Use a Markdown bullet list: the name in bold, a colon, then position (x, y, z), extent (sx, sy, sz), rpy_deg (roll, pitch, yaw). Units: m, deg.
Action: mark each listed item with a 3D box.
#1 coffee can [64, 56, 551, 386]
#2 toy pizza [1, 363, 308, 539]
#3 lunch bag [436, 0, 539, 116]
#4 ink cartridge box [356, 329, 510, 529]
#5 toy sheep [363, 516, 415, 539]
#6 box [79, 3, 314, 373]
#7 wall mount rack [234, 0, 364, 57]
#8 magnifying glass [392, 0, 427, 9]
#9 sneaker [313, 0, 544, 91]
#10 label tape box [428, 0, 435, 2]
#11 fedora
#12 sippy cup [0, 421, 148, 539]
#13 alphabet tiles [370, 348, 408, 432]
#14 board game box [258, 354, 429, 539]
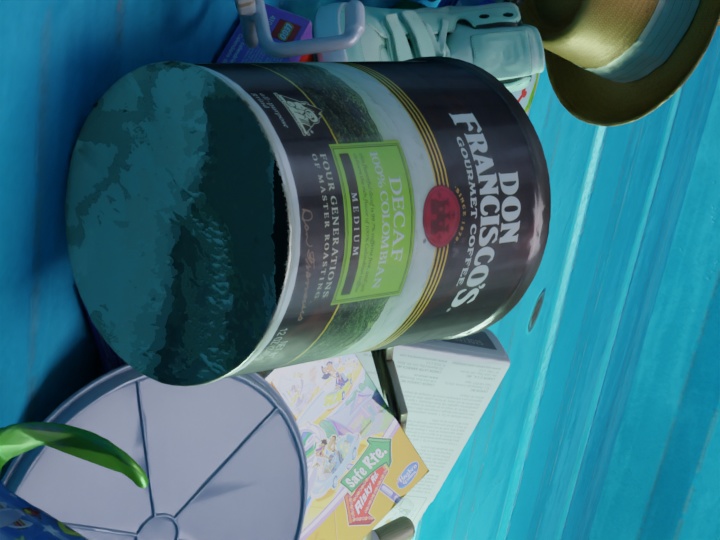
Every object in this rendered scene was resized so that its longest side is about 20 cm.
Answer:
- **coffee can**: position (-0.022, -0.029, 0.952), extent (0.199, 0.146, 0.148), rpy_deg (-8, 120, -49)
- **toy pizza**: position (-0.115, 0.135, 1.036), extent (0.199, 0.032, 0.202), rpy_deg (-16, 117, -33)
- **lunch bag**: position (0.058, -0.093, 1.333), extent (0.161, 0.082, 0.201), rpy_deg (95, 21, -53)
- **ink cartridge box**: position (-0.005, 0.119, 1.385), extent (0.161, 0.050, 0.201), rpy_deg (10, 123, -34)
- **toy sheep**: position (-0.047, 0.208, 1.313), extent (0.198, 0.138, 0.139), rpy_deg (-17, 140, -21)
- **box**: position (-0.081, -0.028, 1.071), extent (0.137, 0.039, 0.201), rpy_deg (86, 28, -59)
- **wall mount rack**: position (-0.038, -0.207, 0.935), extent (0.201, 0.074, 0.175), rpy_deg (87, -7, -60)
- **magnifying glass**: position (0.008, -0.133, 1.290), extent (0.200, 0.022, 0.080), rpy_deg (-31, 139, -67)
- **sneaker**: position (0.044, -0.129, 1.148), extent (0.200, 0.117, 0.075), rpy_deg (-40, 122, -71)
- **label tape box**: position (0.102, -0.254, 1.171), extent (0.199, 0.066, 0.144), rpy_deg (-14, -135, 60)
- **fedora**: position (0.149, -0.194, 1.225), extent (0.081, 0.200, 0.202), rpy_deg (10, 104, -33)
- **sippy cup**: position (-0.157, 0.166, 0.878), extent (0.140, 0.129, 0.179), rpy_deg (-21, 131, -70)
- **alphabet tiles**: position (0.000, 0.000, 1.197), extent (0.167, 0.006, 0.202), rpy_deg (88, -13, -76)
- **board game box**: position (-0.065, 0.134, 1.118), extent (0.200, 0.034, 0.135), rpy_deg (-44, 125, -17)
